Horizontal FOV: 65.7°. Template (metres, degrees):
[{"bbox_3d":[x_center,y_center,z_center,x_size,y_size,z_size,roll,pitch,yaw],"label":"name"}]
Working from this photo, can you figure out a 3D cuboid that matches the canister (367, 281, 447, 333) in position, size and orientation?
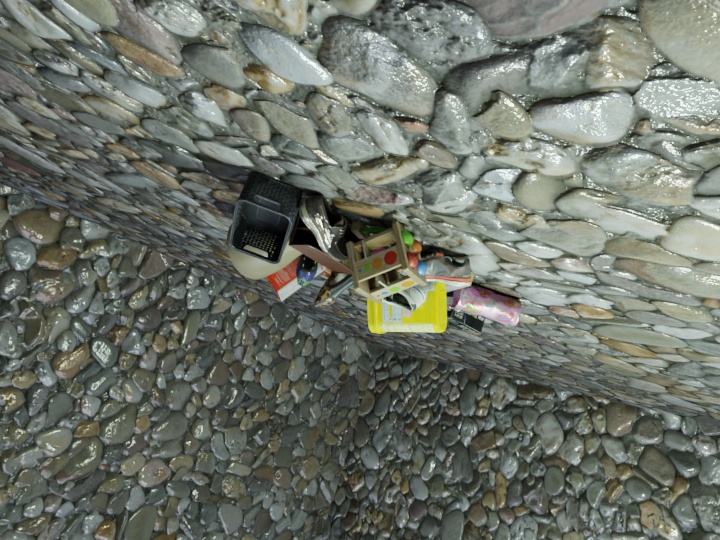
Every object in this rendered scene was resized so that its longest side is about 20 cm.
[{"bbox_3d":[0.124,0.093,1.478,0.198,0.151,0.086,-2,179,28],"label":"canister"}]

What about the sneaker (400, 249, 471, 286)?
[{"bbox_3d":[0.184,-0.018,1.397,0.197,0.083,0.077,9,-163,17],"label":"sneaker"}]

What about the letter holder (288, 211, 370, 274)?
[{"bbox_3d":[-0.063,-0.070,1.470,0.141,0.102,0.199,5,162,42],"label":"letter holder"}]

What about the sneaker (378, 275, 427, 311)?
[{"bbox_3d":[0.069,0.041,1.408,0.198,0.071,0.074,21,134,27],"label":"sneaker"}]

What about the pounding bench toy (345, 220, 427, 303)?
[{"bbox_3d":[0.063,-0.052,1.335,0.155,0.202,0.124,-22,153,21],"label":"pounding bench toy"}]

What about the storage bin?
[{"bbox_3d":[-0.230,-0.122,1.345,0.134,0.095,0.201,20,143,-6],"label":"storage bin"}]

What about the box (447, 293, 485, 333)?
[{"bbox_3d":[0.287,0.131,1.842,0.163,0.087,0.199,28,165,-36],"label":"box"}]

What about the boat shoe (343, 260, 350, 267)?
[{"bbox_3d":[0.000,0.000,1.639,0.199,0.072,0.065,37,-152,-4],"label":"boat shoe"}]

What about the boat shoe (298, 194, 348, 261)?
[{"bbox_3d":[-0.070,-0.098,1.330,0.073,0.075,0.200,-18,133,23],"label":"boat shoe"}]

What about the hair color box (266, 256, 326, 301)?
[{"bbox_3d":[-0.181,0.000,1.688,0.061,0.199,0.102,50,166,16],"label":"hair color box"}]

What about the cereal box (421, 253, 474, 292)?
[{"bbox_3d":[0.211,0.012,1.549,0.142,0.040,0.200,23,168,-8],"label":"cereal box"}]

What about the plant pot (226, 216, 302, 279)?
[{"bbox_3d":[-0.236,-0.083,1.547,0.198,0.190,0.187,-11,151,38],"label":"plant pot"}]

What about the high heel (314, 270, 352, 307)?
[{"bbox_3d":[-0.095,0.051,1.610,0.072,0.142,0.200,57,166,-11],"label":"high heel"}]

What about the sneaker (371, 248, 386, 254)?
[{"bbox_3d":[0.073,0.007,1.593,0.087,0.074,0.201,23,154,56],"label":"sneaker"}]

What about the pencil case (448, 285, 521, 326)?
[{"bbox_3d":[0.354,0.096,1.582,0.197,0.089,0.087,16,168,-4],"label":"pencil case"}]

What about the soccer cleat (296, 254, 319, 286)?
[{"bbox_3d":[-0.142,-0.031,1.586,0.064,0.201,0.084,22,124,-3],"label":"soccer cleat"}]

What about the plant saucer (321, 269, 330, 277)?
[{"bbox_3d":[-0.155,-0.024,1.903,0.199,0.033,0.200,29,172,4],"label":"plant saucer"}]
